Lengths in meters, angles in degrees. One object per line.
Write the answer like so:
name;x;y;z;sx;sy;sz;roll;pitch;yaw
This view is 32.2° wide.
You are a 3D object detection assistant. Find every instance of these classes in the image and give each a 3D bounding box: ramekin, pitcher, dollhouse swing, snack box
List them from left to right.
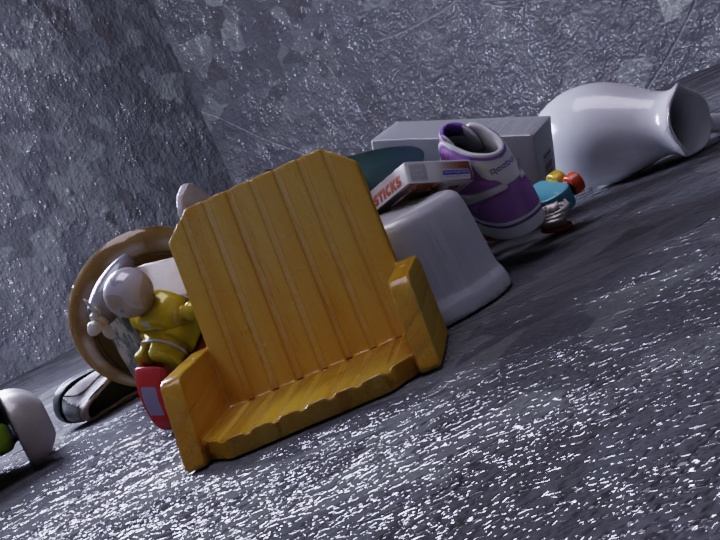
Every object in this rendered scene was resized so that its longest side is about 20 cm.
dollhouse swing;-0.060;0.016;0.940;0.199;0.176;0.182;-23;5;8
ramekin;0.022;0.006;1.099;0.200;0.098;0.200;-25;5;2
snack box;0.030;-0.059;1.215;0.072;0.024;0.200;-6;-16;-28
pitcher;0.323;-0.165;1.482;0.200;0.122;0.171;-5;-3;43

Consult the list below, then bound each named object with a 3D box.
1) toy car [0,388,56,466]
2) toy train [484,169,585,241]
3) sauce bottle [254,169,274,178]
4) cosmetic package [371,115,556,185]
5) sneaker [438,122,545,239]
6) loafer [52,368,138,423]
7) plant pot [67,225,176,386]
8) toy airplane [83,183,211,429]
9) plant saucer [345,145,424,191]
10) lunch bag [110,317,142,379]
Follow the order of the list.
toy car;-0.428;0.161;1.322;0.175;0.150;0.200;-25;5;-17
toy train;0.140;-0.035;1.278;0.199;0.056;0.150;-16;23;31
sauce bottle;-0.108;-0.054;1.494;0.065;0.065;0.200;-23;31;12
cosmetic package;0.122;-0.114;1.446;0.199;0.113;0.081;-2;22;25
sneaker;0.099;-0.098;1.238;0.073;0.115;0.200;-38;20;-22
loafer;-0.283;0.130;1.537;0.063;0.072;0.200;8;34;43
plant pot;-0.234;0.048;1.435;0.199;0.201;0.027;-25;28;-12
toy airplane;-0.167;0.015;1.128;0.141;0.199;0.200;15;-59;-44
plant saucer;-0.023;-0.067;1.259;0.199;0.036;0.200;-19;-10;-3
lunch bag;-0.171;0.048;1.328;0.167;0.140;0.200;-32;6;-18
